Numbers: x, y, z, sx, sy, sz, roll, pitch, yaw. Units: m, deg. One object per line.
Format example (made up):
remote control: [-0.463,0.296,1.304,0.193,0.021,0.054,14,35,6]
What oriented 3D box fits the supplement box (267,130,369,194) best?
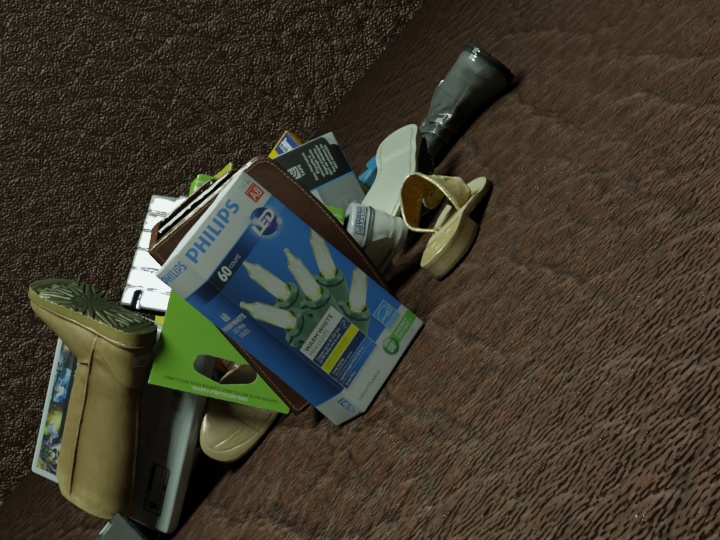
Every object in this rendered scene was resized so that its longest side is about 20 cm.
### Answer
supplement box: [-0.086,-0.042,1.833,0.200,0.109,0.109,-55,32,9]

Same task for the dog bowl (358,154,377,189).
dog bowl: [-0.016,-0.067,1.959,0.200,0.050,0.112,-40,13,44]

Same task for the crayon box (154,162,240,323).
crayon box: [-0.173,-0.009,1.776,0.127,0.051,0.200,-34,38,36]

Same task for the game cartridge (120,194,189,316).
game cartridge: [-0.136,-0.006,1.598,0.038,0.200,0.130,55,-132,-62]

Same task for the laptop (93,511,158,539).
laptop: [-0.247,0.343,1.515,0.187,0.116,0.200,-51,38,-8]

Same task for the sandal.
sandal: [0.069,-0.063,1.460,0.078,0.070,0.212,-46,9,20]

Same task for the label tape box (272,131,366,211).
label tape box: [-0.086,-0.042,1.677,0.200,0.143,0.066,-27,-2,-28]

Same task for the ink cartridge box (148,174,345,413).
ink cartridge box: [-0.109,0.025,1.492,0.076,0.148,0.200,159,124,-80]

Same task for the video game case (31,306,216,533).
video game case: [-0.242,0.143,1.595,0.023,0.182,0.200,-9,-64,-62]

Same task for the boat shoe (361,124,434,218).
boat shoe: [0.045,-0.083,1.677,0.075,0.062,0.200,-29,25,20]

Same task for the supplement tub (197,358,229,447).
supplement tub: [-0.228,0.147,1.715,0.123,0.123,0.200,-46,-16,23]

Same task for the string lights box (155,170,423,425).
string lights box: [-0.058,0.024,1.300,0.103,0.200,0.059,-55,11,-30]

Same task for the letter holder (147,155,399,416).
letter holder: [-0.071,0.001,1.402,0.142,0.200,0.101,-40,13,4]

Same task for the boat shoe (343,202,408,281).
boat shoe: [0.000,0.000,1.556,0.200,0.065,0.074,121,158,-66]

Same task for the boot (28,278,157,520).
boot: [-0.281,0.126,1.565,0.066,0.175,0.200,-9,-63,-46]

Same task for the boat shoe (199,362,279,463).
boat shoe: [-0.101,0.112,1.594,0.065,0.072,0.200,92,-161,-65]

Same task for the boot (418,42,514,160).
boot: [0.107,-0.183,1.827,0.132,0.070,0.200,-54,-1,-9]
